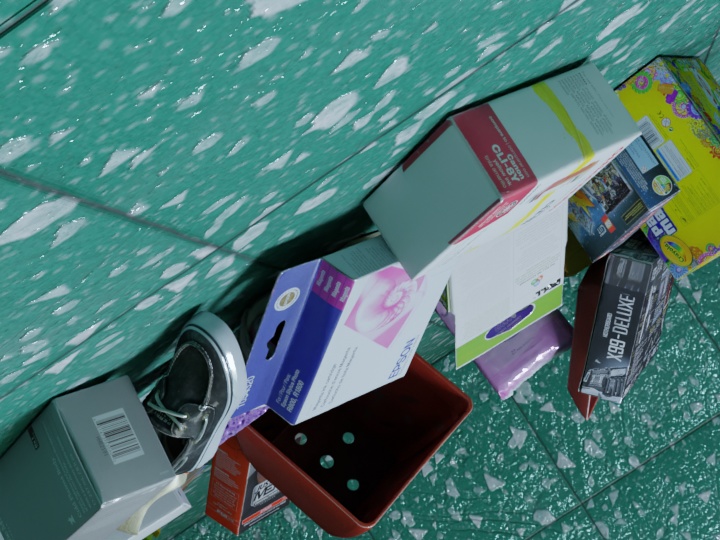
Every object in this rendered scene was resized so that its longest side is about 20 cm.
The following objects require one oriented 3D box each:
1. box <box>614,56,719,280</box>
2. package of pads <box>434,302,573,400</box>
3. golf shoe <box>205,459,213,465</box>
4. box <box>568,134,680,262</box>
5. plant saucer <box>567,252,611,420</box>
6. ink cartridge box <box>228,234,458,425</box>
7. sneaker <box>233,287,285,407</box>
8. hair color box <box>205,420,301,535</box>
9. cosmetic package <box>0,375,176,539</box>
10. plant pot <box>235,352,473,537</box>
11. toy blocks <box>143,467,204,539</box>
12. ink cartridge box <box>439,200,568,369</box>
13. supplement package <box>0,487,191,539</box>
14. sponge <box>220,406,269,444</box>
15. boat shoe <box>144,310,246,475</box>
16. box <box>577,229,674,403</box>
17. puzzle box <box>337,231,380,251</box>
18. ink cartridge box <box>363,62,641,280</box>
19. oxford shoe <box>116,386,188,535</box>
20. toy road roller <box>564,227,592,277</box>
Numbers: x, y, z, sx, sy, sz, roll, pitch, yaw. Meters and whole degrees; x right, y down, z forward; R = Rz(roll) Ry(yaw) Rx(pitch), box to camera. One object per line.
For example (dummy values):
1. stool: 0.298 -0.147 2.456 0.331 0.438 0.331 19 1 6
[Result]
1. box: 0.357 -0.115 1.454 0.122 0.201 0.192 -37 170 27
2. package of pads: 0.159 0.042 1.607 0.120 0.200 0.076 -37 167 3
3. golf shoe: -0.165 0.188 1.733 0.199 0.079 0.097 -21 -174 -43
4. box: 0.227 -0.096 1.304 0.038 0.137 0.200 -31 172 -11
5. plant saucer: 0.287 0.038 1.562 0.200 0.037 0.201 -54 153 -44
6. ink cartridge box: -0.010 0.052 1.206 0.199 0.043 0.197 -23 148 -39
7. sneaker: -0.087 0.065 1.270 0.200 0.081 0.088 -48 163 28
8. hair color box: -0.126 0.213 1.641 0.101 0.061 0.201 -24 132 -48
9. cosmetic package: -0.256 0.187 1.200 0.090 0.107 0.200 -16 161 -44
10. plant pot: -0.025 0.187 1.528 0.200 0.200 0.176 -45 169 -29
11. toy blocks: -0.266 0.285 1.809 0.137 0.100 0.200 -41 176 -32
12. ink cartridge box: 0.129 -0.012 1.348 0.147 0.076 0.200 -30 145 -17
13. supplement package: -0.291 0.249 1.387 0.199 0.117 0.117 -31 171 -8
14. sponge: -0.122 0.120 1.399 0.200 0.030 0.112 -37 -156 18
15. boat shoe: -0.152 0.122 1.181 0.071 0.072 0.201 -35 152 -40
16. box: 0.303 0.040 1.482 0.200 0.050 0.159 -31 133 -62
17. puzzle box: 0.000 0.000 1.377 0.133 0.025 0.200 -38 171 31
18. ink cartridge box: 0.124 -0.087 1.150 0.200 0.084 0.145 -26 168 -40
19. oxford shoe: -0.192 0.168 1.309 0.200 0.074 0.071 -53 -165 9
20. toy road roller: 0.179 -0.045 1.495 0.199 0.123 0.146 -31 -173 -18
